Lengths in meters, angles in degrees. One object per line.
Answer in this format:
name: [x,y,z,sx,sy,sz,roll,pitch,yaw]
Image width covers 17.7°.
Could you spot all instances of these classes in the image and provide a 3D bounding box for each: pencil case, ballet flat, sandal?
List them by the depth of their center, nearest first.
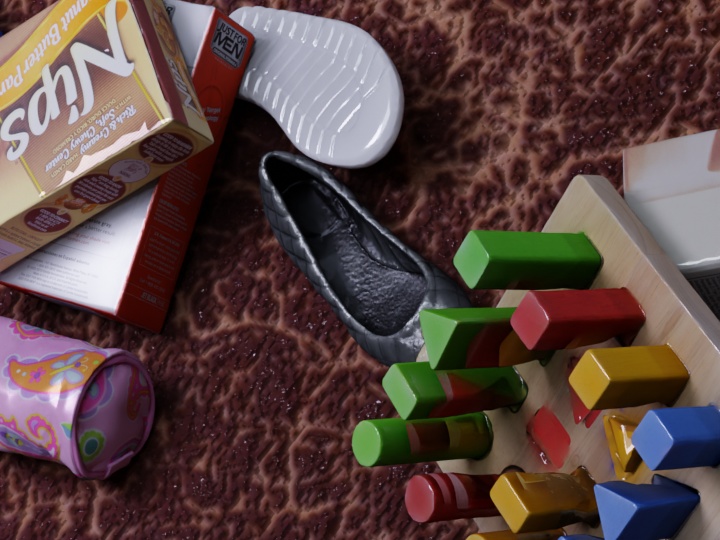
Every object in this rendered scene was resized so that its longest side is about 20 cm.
ballet flat: [0.000,0.000,1.373,0.066,0.057,0.200,-47,54,-2]
pencil case: [-0.224,0.072,1.433,0.199,0.087,0.088,11,70,31]
sandal: [-0.024,-0.119,1.451,0.202,0.050,0.083,37,100,49]

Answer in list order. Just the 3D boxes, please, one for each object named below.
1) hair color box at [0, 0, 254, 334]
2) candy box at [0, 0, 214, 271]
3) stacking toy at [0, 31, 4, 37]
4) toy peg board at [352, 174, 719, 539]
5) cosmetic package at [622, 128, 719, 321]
hair color box: [-0.148,-0.072,1.457,0.101,0.061,0.201,15,84,27]
candy box: [-0.198,-0.084,1.417,0.199,0.055,0.116,-29,66,16]
stacking toy: [-0.278,-0.160,1.586,0.085,0.085,0.201,-31,50,8]
toy peg board: [0.095,0.089,1.195,0.200,0.097,0.201,56,132,36]
cosmetic package: [0.249,-0.027,1.237,0.199,0.103,0.088,-10,59,20]
